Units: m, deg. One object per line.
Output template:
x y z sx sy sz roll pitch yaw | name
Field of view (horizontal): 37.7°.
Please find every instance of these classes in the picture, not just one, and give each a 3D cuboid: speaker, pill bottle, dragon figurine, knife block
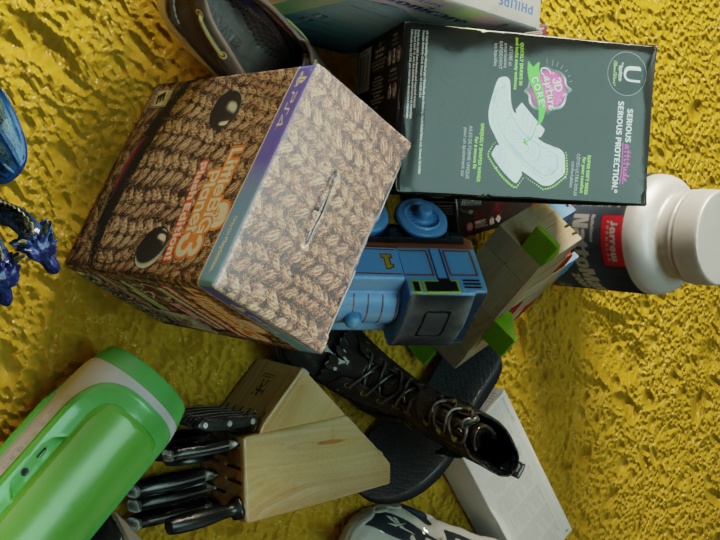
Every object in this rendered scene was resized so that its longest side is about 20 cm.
-0.211 0.150 0.726 0.200 0.088 0.089 -52 124 -25 | speaker
0.271 -0.038 1.056 0.119 0.200 0.120 -4 96 -41 | pill bottle
-0.248 -0.078 0.662 0.059 0.099 0.201 -27 111 -37 | dragon figurine
-0.086 0.170 0.852 0.200 0.064 0.176 51 63 -32 | knife block

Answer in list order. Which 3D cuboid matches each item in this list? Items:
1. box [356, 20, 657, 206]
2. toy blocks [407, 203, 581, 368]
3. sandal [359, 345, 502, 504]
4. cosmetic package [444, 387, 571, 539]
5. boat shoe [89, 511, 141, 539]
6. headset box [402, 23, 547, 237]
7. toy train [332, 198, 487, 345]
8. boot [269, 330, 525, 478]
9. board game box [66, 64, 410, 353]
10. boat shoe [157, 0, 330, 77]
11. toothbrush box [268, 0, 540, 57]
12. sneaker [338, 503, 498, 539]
0.106 -0.117 0.829 0.199 0.149 0.125 3 94 -14 | box
0.142 0.003 0.973 0.100 0.200 0.137 46 43 14 | toy blocks
0.071 0.145 0.985 0.200 0.076 0.043 -45 144 -28 | sandal
0.141 0.216 1.064 0.083 0.051 0.200 -42 120 -28 | cosmetic package
-0.170 0.272 0.793 0.093 0.075 0.200 -38 121 -12 | boat shoe
0.107 -0.143 0.985 0.148 0.075 0.201 -15 104 -39 | headset box
0.000 0.000 0.843 0.199 0.115 0.087 2 136 -19 | toy train
0.036 0.098 0.869 0.200 0.174 0.069 37 80 -42 | boot
-0.090 -0.044 0.738 0.097 0.200 0.160 35 71 -38 | board game box
-0.063 -0.149 0.787 0.200 0.059 0.072 43 78 -36 | boat shoe
0.021 -0.227 0.819 0.146 0.200 0.086 4 90 -40 | toothbrush box
0.083 0.271 0.965 0.199 0.129 0.080 30 73 -39 | sneaker
